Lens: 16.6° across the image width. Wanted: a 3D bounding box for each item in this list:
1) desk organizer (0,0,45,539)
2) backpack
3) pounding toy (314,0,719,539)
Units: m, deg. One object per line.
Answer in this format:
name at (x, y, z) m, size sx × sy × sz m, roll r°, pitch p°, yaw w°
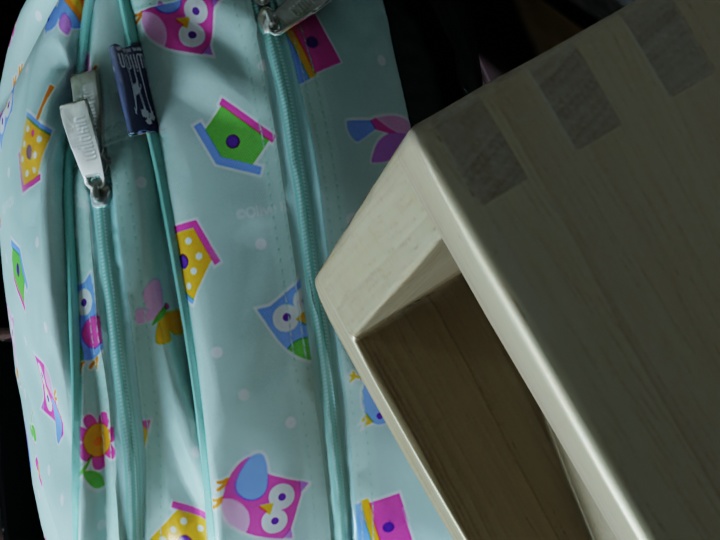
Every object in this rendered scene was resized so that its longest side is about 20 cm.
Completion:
desk organizer at (-0.068, -0.015, 0.731) m, size 0.077 × 0.071 × 0.201 m, roll 8°, pitch -106°, yaw -64°
backpack at (-0.027, -0.005, 0.613) m, size 0.167 × 0.126 × 0.201 m, roll 87°, pitch 175°, yaw -81°
pounding toy at (0.105, 0.045, 0.452) m, size 0.200 × 0.142 × 0.184 m, roll 59°, pitch 170°, yaw 4°
